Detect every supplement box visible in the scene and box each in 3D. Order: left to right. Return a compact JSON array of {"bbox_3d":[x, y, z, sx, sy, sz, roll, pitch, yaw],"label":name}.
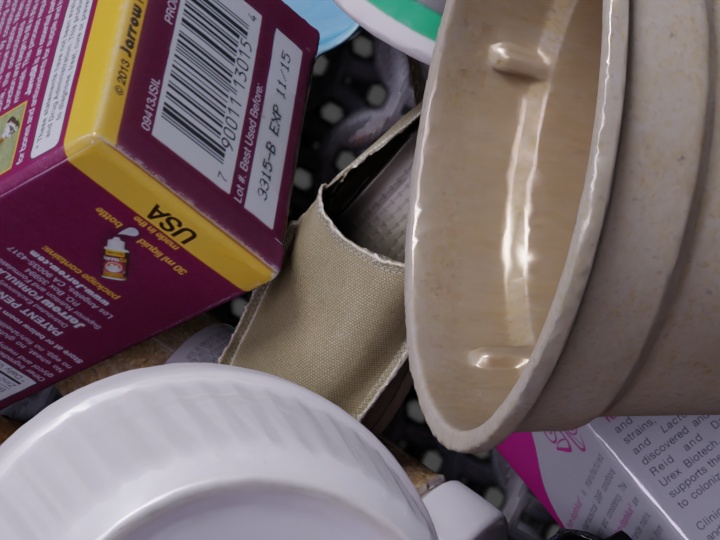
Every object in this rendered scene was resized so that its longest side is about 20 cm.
[{"bbox_3d":[-0.126,-0.037,0.972,0.200,0.103,0.131,-24,42,36],"label":"supplement box"},{"bbox_3d":[0.148,0.090,0.886,0.103,0.101,0.200,-36,73,-17],"label":"supplement box"}]

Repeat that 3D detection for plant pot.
[{"bbox_3d":[0.129,-0.028,0.794,0.183,0.200,0.201,9,93,-14],"label":"plant pot"}]

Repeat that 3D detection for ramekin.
[{"bbox_3d":[-0.051,0.139,0.868,0.201,0.094,0.203,-3,99,-17],"label":"ramekin"}]

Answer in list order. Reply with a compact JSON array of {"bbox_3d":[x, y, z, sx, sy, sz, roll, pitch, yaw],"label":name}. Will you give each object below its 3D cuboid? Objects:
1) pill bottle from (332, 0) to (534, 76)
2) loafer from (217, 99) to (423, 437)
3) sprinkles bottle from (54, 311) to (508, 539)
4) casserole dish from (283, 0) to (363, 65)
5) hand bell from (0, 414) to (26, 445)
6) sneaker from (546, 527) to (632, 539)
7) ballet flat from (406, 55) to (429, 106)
[{"bbox_3d":[0.069,-0.176,0.875,0.113,0.113,0.200,39,118,20],"label":"pill bottle"},{"bbox_3d":[0.000,0.000,0.935,0.076,0.067,0.200,36,96,23],"label":"loafer"},{"bbox_3d":[-0.035,0.075,1.003,0.200,0.068,0.068,34,102,21],"label":"sprinkles bottle"},{"bbox_3d":[-0.047,-0.171,1.030,0.121,0.039,0.201,-11,85,25],"label":"casserole dish"},{"bbox_3d":[-0.112,0.107,1.012,0.200,0.104,0.104,32,103,50],"label":"hand bell"},{"bbox_3d":[0.073,0.136,0.901,0.070,0.200,0.078,-24,90,-22],"label":"sneaker"},{"bbox_3d":[0.049,-0.093,0.989,0.067,0.046,0.201,-9,81,20],"label":"ballet flat"}]
